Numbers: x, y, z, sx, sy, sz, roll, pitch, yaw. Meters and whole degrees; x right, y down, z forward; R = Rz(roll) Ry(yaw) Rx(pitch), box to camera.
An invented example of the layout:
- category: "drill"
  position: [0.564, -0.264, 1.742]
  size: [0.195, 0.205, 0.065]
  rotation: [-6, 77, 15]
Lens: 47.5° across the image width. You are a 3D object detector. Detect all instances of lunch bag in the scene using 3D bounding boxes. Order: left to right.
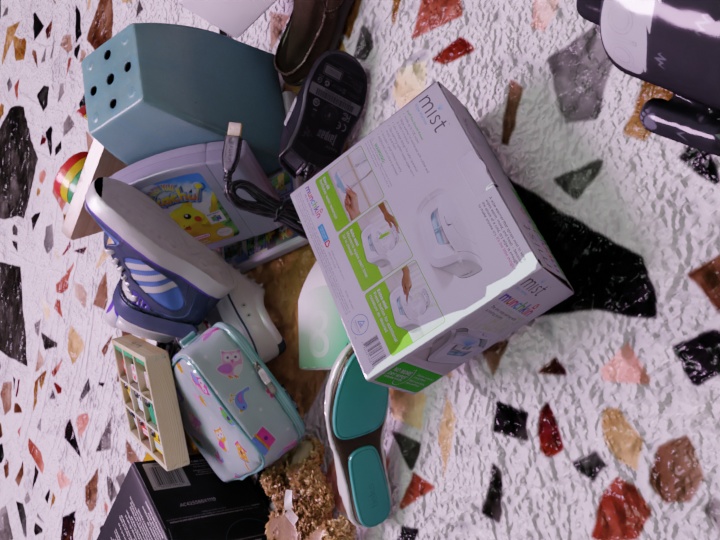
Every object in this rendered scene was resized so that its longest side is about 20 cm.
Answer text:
- category: "lunch bag"
  position: [-0.147, 0.143, 0.896]
  size: [0.161, 0.077, 0.200]
  rotation: [56, 150, 3]

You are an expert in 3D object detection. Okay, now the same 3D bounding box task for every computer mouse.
- category: "computer mouse"
  position: [-0.076, -0.144, 0.867]
  size: [0.046, 0.139, 0.203]
  rotation: [13, 87, 62]

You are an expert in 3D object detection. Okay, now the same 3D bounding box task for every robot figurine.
- category: "robot figurine"
  position: [0.244, -0.174, 0.545]
  size: [0.124, 0.151, 0.200]
  rotation: [-39, 46, -14]

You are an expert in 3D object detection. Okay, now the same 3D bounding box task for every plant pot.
- category: "plant pot"
  position: [-0.199, -0.183, 0.915]
  size: [0.140, 0.199, 0.144]
  rotation: [-21, 72, 30]

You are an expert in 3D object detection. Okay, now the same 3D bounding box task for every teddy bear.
- category: "teddy bear"
  position: [-0.056, 0.280, 0.879]
  size: [0.145, 0.066, 0.202]
  rotation: [-46, 48, 28]

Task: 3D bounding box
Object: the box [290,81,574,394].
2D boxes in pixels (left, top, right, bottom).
- category: "box"
  position: [0.056, -0.027, 0.717]
  size: [0.175, 0.096, 0.202]
  rotation: [-35, 61, 18]

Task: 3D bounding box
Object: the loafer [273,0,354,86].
- category: "loafer"
  position: [-0.052, -0.302, 0.907]
  size: [0.073, 0.070, 0.202]
  rotation: [50, 122, 37]

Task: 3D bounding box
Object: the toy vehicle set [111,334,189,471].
- category: "toy vehicle set"
  position: [-0.247, 0.147, 0.951]
  size: [0.199, 0.026, 0.126]
  rotation: [2, 103, 63]

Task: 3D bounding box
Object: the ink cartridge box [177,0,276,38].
- category: "ink cartridge box"
  position: [-0.120, -0.391, 0.929]
  size: [0.144, 0.084, 0.203]
  rotation: [-25, 49, 47]

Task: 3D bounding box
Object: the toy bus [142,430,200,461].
- category: "toy bus"
  position: [-0.237, 0.255, 1.053]
  size: [0.065, 0.078, 0.201]
  rotation: [51, 122, 36]

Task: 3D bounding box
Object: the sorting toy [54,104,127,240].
- category: "sorting toy"
  position: [-0.306, -0.160, 1.069]
  size: [0.069, 0.198, 0.202]
  rotation: [34, 115, 11]

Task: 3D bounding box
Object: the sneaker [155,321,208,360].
- category: "sneaker"
  position: [-0.231, 0.108, 1.018]
  size: [0.080, 0.074, 0.203]
  rotation: [29, 130, 41]

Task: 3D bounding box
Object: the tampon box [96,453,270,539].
- category: "tampon box"
  position: [-0.219, 0.336, 0.975]
  size: [0.127, 0.148, 0.201]
  rotation: [50, 121, 36]

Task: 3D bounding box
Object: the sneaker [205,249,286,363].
- category: "sneaker"
  position: [-0.154, 0.030, 0.989]
  size: [0.202, 0.070, 0.073]
  rotation: [62, 148, 20]

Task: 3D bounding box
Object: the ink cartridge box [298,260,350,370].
- category: "ink cartridge box"
  position: [0.000, 0.000, 0.845]
  size: [0.160, 0.050, 0.204]
  rotation: [-9, 83, 46]

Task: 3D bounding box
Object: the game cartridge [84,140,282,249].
- category: "game cartridge"
  position: [-0.197, -0.073, 0.914]
  size: [0.197, 0.134, 0.041]
  rotation: [-17, 45, 12]

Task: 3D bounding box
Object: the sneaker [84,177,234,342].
- category: "sneaker"
  position: [-0.251, 0.007, 0.890]
  size: [0.146, 0.200, 0.081]
  rotation: [-38, 37, 17]

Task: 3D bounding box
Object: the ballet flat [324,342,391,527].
- category: "ballet flat"
  position: [-0.008, 0.155, 0.803]
  size: [0.069, 0.069, 0.203]
  rotation: [16, 117, 46]

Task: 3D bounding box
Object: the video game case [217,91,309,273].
- category: "video game case"
  position: [-0.135, -0.098, 1.016]
  size: [0.199, 0.022, 0.185]
  rotation: [-20, 72, 44]
